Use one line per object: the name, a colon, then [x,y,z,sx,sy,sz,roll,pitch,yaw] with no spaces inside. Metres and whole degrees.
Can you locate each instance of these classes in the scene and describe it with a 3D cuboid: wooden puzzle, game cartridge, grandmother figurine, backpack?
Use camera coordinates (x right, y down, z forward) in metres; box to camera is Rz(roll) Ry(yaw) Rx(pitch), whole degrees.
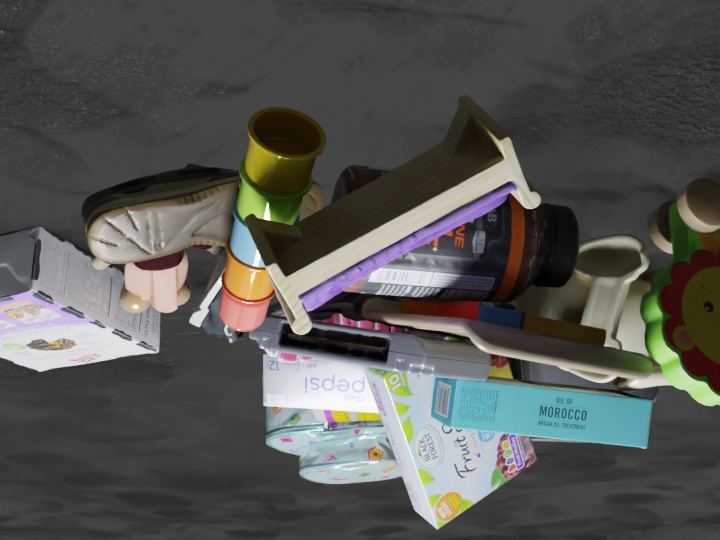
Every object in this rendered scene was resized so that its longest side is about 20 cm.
wooden puzzle: [0.122,0.051,0.964,0.185,0.037,0.200,12,180,-27]
game cartridge: [0.012,0.071,1.037,0.200,0.042,0.133,6,-179,36]
grandmother figurine: [-0.185,-0.015,1.030,0.121,0.061,0.200,-19,164,-14]
backpack: [-0.026,0.201,1.463,0.199,0.154,0.176,1,165,15]

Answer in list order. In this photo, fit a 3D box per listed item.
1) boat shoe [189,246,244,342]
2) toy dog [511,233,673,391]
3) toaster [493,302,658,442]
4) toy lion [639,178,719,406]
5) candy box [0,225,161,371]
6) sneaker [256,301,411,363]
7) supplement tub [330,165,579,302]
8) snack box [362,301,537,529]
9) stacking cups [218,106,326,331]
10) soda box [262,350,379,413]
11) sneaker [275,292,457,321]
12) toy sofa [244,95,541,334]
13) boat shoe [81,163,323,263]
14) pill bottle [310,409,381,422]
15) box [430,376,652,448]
boat shoe: [-0.122,0.024,1.096,0.060,0.076,0.200,28,165,-6]
toy dog: [0.256,0.062,1.130,0.194,0.140,0.200,-3,162,43]
toaster: [0.233,0.123,1.304,0.199,0.119,0.181,3,158,-8]
toy lion: [0.331,0.026,0.958,0.199,0.192,0.069,6,158,-17]
candy box: [-0.327,0.036,1.137,0.167,0.072,0.200,-11,156,24]
sneaker: [-0.030,0.056,1.197,0.200,0.074,0.087,-5,-169,-31]
supplement tub: [0.077,-0.028,0.935,0.199,0.107,0.107,4,158,-13]
snack box: [0.097,0.150,1.175,0.142,0.200,0.053,-29,-153,-19]
stacking cups: [-0.078,-0.035,0.883,0.060,0.061,0.200,6,136,-15]
soda box: [-0.005,0.116,1.238,0.199,0.064,0.068,3,-165,6]
sneaker: [0.000,0.000,1.042,0.199,0.078,0.140,-6,159,14]
toy sofa: [0.026,-0.031,0.811,0.200,0.083,0.098,-29,123,-2]
boat shoe: [-0.129,-0.058,0.915,0.200,0.065,0.073,-8,131,-26]
pill bottle: [0.041,0.124,1.323,0.199,0.105,0.104,-3,158,8]
box: [0.176,0.136,1.098,0.199,0.049,0.082,7,179,-11]
